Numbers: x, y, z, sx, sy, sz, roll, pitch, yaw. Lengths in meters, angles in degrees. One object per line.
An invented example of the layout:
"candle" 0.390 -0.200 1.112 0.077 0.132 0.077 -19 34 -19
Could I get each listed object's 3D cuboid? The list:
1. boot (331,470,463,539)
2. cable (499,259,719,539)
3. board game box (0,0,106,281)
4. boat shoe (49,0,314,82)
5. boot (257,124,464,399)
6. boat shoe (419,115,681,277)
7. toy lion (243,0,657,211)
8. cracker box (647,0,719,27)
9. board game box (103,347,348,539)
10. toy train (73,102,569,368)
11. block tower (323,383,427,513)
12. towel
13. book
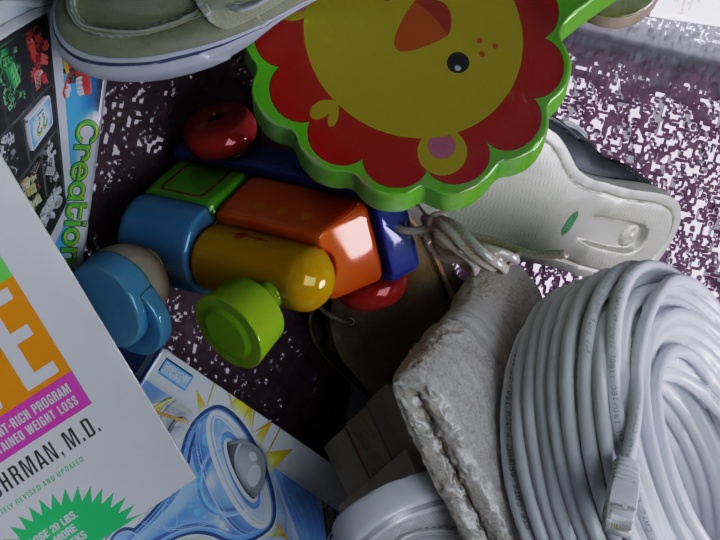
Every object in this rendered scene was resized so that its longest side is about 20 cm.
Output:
"boot" 0.063 0.158 1.359 0.074 0.096 0.200 -36 152 17
"cable" 0.141 0.096 1.334 0.200 0.069 0.200 41 39 -41
"board game box" -0.180 -0.026 1.257 0.126 0.035 0.200 2 102 -34
"boat shoe" -0.044 -0.139 1.203 0.200 0.072 0.062 -21 160 11
"boot" 0.000 0.000 1.372 0.075 0.074 0.200 -42 125 -6
"boat shoe" 0.074 -0.047 1.389 0.200 0.068 0.072 20 112 -50
"toy lion" 0.024 -0.133 1.252 0.192 0.069 0.200 -35 79 -9
"cracker box" 0.189 -0.189 1.454 0.200 0.058 0.134 4 100 -35
"board game box" -0.070 0.135 1.378 0.200 0.034 0.135 36 82 -36
"toy train" -0.023 0.000 1.256 0.116 0.200 0.085 -43 133 -37
"block tower" 0.071 0.095 1.422 0.200 0.058 0.054 3 141 -46
"towel" 0.083 0.104 1.335 0.200 0.034 0.133 64 29 -14
"book" -0.175 0.045 1.231 0.134 0.048 0.200 -34 119 -9
